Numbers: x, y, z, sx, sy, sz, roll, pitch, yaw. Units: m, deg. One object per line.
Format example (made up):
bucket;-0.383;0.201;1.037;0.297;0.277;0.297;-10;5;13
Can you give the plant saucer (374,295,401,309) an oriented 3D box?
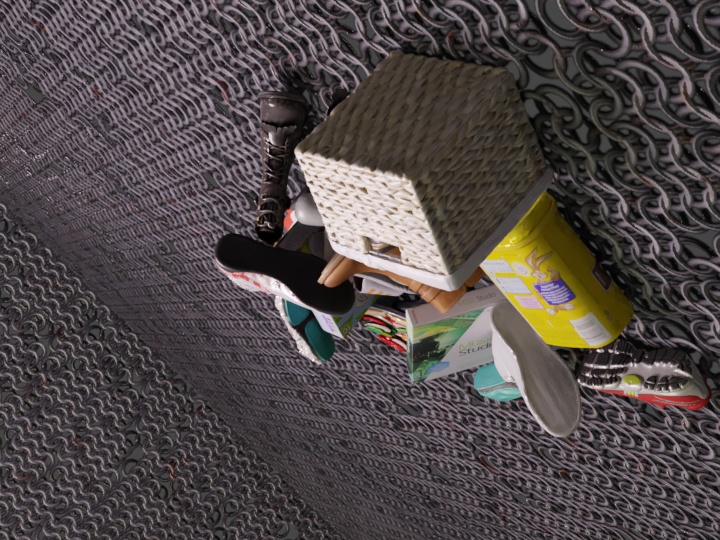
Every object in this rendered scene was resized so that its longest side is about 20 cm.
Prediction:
plant saucer;-0.010;0.032;1.842;0.200;0.027;0.200;35;158;17

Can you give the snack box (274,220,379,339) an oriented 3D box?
snack box;-0.033;-0.014;1.626;0.053;0.142;0.200;23;152;38

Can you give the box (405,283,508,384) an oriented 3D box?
box;0.137;0.093;1.558;0.200;0.144;0.036;83;169;-60

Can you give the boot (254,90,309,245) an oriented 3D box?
boot;-0.113;-0.135;1.476;0.069;0.174;0.200;6;161;2

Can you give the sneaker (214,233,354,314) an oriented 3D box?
sneaker;-0.103;0.008;1.495;0.201;0.067;0.108;21;171;1

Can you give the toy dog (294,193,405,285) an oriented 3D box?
toy dog;0.005;-0.047;1.502;0.200;0.132;0.096;40;152;1

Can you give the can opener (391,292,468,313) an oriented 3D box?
can opener;0.101;0.042;1.633;0.079;0.063;0.200;20;178;-23

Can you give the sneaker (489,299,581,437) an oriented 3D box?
sneaker;0.238;0.144;1.468;0.116;0.074;0.200;75;172;-65

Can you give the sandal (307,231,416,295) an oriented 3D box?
sandal;-0.002;-0.007;1.575;0.206;0.079;0.059;16;141;-34

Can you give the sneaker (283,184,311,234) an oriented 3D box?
sneaker;-0.061;-0.070;1.674;0.108;0.067;0.201;40;163;-1

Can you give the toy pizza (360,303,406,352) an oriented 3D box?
toy pizza;0.077;0.109;1.760;0.200;0.032;0.200;24;168;6

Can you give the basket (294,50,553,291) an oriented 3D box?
basket;0.066;-0.113;1.185;0.198;0.200;0.161;20;148;43

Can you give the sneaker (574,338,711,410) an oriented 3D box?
sneaker;0.354;0.141;1.371;0.085;0.077;0.200;41;165;-29

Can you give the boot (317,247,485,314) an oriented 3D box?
boot;0.059;-0.002;1.420;0.155;0.200;0.077;52;171;-6

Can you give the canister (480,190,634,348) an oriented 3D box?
canister;0.219;-0.001;1.300;0.200;0.087;0.148;48;158;-21

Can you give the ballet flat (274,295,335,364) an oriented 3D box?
ballet flat;-0.099;0.069;1.678;0.072;0.072;0.200;23;145;40

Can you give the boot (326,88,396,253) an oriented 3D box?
boot;0.000;-0.123;1.342;0.200;0.077;0.138;-107;-9;-54

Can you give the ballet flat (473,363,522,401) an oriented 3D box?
ballet flat;0.248;0.155;1.597;0.070;0.067;0.200;18;160;-23
